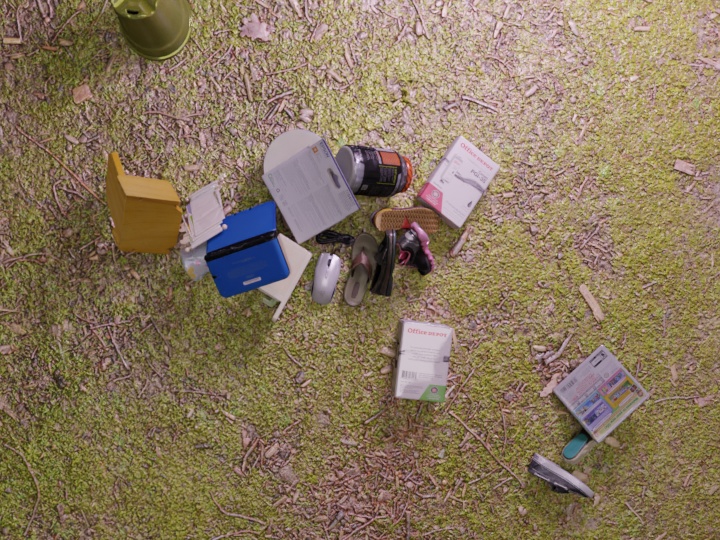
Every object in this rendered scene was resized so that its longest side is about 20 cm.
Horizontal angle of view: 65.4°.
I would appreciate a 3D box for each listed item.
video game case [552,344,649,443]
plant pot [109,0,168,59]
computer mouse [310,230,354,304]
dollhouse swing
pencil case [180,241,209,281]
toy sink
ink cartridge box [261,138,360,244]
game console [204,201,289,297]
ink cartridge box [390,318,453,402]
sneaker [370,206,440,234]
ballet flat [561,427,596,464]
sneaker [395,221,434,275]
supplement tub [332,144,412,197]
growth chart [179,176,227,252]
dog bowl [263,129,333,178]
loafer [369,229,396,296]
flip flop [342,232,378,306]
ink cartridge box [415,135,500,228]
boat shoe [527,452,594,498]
[{"bbox_3d":[0.678,0.347,1.587,0.199,0.022,0.183,-40,71,-2],"label":"video game case"},{"bbox_3d":[-0.539,-0.663,1.409,0.193,0.184,0.208,0,92,-5],"label":"plant pot"},{"bbox_3d":[-0.086,-0.007,1.537,0.106,0.044,0.207,12,91,-4],"label":"computer mouse"},{"bbox_3d":[-0.561,-0.180,1.444,0.176,0.202,0.180,4,50,-26],"label":"dollhouse swing"},{"bbox_3d":[-0.379,-0.052,1.493,0.195,0.083,0.093,-26,72,-4],"label":"pencil case"},{"bbox_3d":[-0.220,0.015,1.486,0.110,0.130,0.204,29,91,-5],"label":"toy sink"},{"bbox_3d":[-0.123,-0.201,1.426,0.196,0.041,0.204,-25,102,17],"label":"ink cartridge box"},{"bbox_3d":[-0.284,-0.053,1.423,0.194,0.119,0.175,-16,109,10],"label":"game console"},{"bbox_3d":[0.168,0.246,1.546,0.140,0.084,0.208,7,92,-5],"label":"ink cartridge box"},{"bbox_3d":[0.122,-0.142,1.530,0.193,0.090,0.078,3,102,-17],"label":"sneaker"},{"bbox_3d":[0.659,0.480,1.610,0.199,0.069,0.070,-43,94,0],"label":"ballet flat"},{"bbox_3d":[0.139,-0.040,1.492,0.095,0.202,0.079,-38,55,-9],"label":"sneaker"},{"bbox_3d":[0.034,-0.258,1.471,0.195,0.121,0.127,-1,93,-33],"label":"supplement tub"},{"bbox_3d":[-0.411,-0.147,1.459,0.141,0.018,0.204,-23,53,9],"label":"growth chart"},{"bbox_3d":[-0.163,-0.270,1.505,0.192,0.079,0.208,0,92,-5],"label":"dog bowl"},{"bbox_3d":[0.060,-0.016,1.500,0.061,0.073,0.205,2,123,-2],"label":"loafer"},{"bbox_3d":[0.000,0.000,1.537,0.079,0.058,0.207,17,91,-5],"label":"flip flop"},{"bbox_3d":[0.265,-0.241,1.536,0.145,0.083,0.203,35,90,-5],"label":"ink cartridge box"},{"bbox_3d":[0.568,0.602,1.597,0.196,0.072,0.069,32,88,-2],"label":"boat shoe"}]
